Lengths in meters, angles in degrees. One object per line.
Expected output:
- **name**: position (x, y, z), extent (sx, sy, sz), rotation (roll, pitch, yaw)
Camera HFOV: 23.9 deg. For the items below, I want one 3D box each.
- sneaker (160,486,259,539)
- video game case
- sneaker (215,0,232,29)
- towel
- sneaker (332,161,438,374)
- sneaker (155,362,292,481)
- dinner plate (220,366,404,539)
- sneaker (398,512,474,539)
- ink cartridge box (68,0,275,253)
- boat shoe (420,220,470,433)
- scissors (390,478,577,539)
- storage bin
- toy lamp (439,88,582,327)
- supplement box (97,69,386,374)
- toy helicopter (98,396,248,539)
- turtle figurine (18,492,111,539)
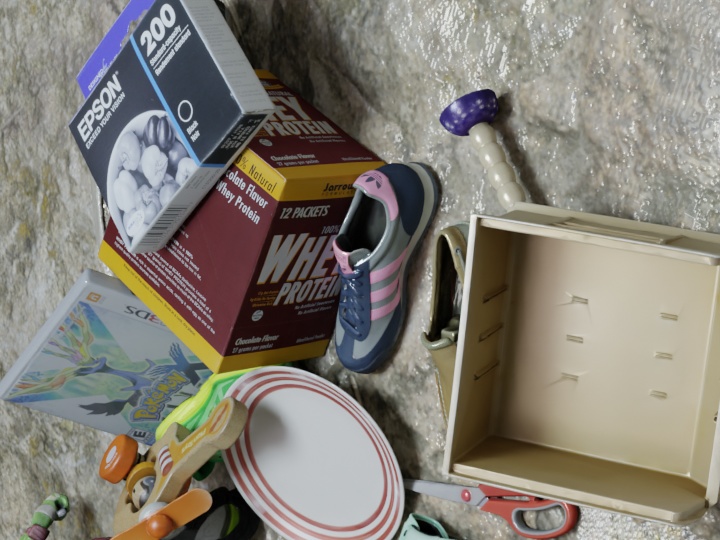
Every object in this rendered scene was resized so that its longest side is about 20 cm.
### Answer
- **sneaker**: position (-0.182, 0.286, 1.622), extent (0.074, 0.200, 0.081), rotation (52, 143, 9)
- **video game case**: position (-0.227, 0.090, 1.650), extent (0.200, 0.182, 0.022), rotation (-47, 33, 38)
- **sneaker**: position (-0.167, -0.178, 1.638), extent (0.200, 0.074, 0.080), rotation (126, 158, -43)
- **towel**: position (-0.254, -0.111, 1.709), extent (0.133, 0.034, 0.201), rotation (-155, 61, -78)
- **sneaker**: position (0.000, 0.000, 1.471), extent (0.070, 0.082, 0.201), rotation (30, 116, 38)
- **sneaker**: position (-0.117, 0.134, 1.623), extent (0.084, 0.074, 0.200), rotation (52, 132, 5)
- **dinner plate**: position (-0.042, 0.171, 1.542), extent (0.200, 0.024, 0.201), rotation (18, 126, 27)
- **sneaker**: position (0.036, 0.273, 1.488), extent (0.200, 0.074, 0.119), rotation (-12, 64, 58)
- **ink cartridge box**: position (-0.179, -0.153, 1.472), extent (0.198, 0.043, 0.200), rotation (-47, 61, 36)
- **boat shoe**: position (0.079, 0.060, 1.403), extent (0.072, 0.076, 0.201), rotation (1, 96, 45)
- **scissors**: position (0.100, 0.198, 1.441), extent (0.200, 0.014, 0.073), rotation (-17, 84, 43)
- **storage bin**: position (0.178, 0.066, 1.257), extent (0.198, 0.094, 0.201), rotation (11, 103, 22)
- **toy lamp**: position (0.125, -0.048, 1.358), extent (0.058, 0.058, 0.200), rotation (-42, 66, 39)
- **supplement box**: position (-0.107, -0.050, 1.537), extent (0.197, 0.133, 0.200), rotation (41, 122, 35)
- **toy helicopter**: position (-0.168, 0.185, 1.553), extent (0.200, 0.079, 0.132), rotation (-43, 25, 35)
- **turtle figurine**: position (-0.292, 0.313, 1.809), extent (0.193, 0.200, 0.144), rotation (-2, 71, 26)
